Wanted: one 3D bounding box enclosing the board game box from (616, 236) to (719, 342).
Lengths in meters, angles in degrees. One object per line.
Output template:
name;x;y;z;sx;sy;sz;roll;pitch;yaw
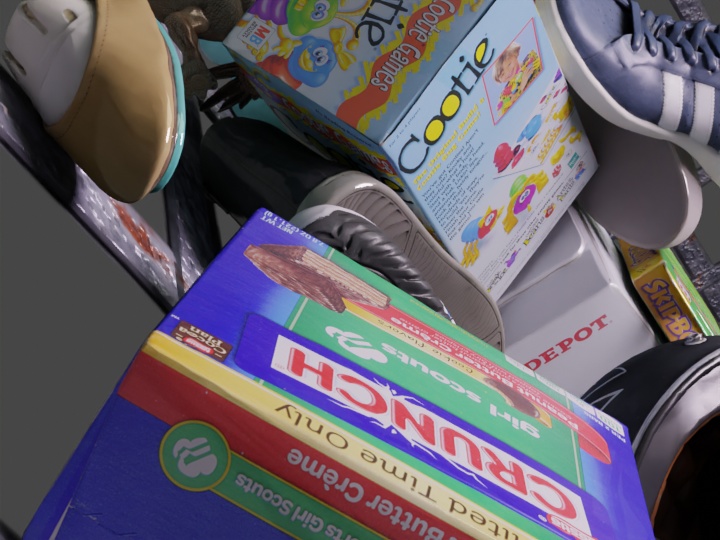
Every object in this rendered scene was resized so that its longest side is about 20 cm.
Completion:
board game box;0.187;0.021;0.941;0.096;0.030;0.200;56;9;-8

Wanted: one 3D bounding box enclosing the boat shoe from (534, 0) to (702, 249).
boat shoe;0.144;-0.099;0.913;0.092;0.075;0.201;-7;57;-46

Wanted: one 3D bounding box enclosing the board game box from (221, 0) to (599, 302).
board game box;0.032;-0.080;0.798;0.103;0.105;0.200;35;-8;28

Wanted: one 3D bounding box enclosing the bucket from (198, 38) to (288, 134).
bucket;0.001;-0.133;1.010;0.208;0.134;0.207;56;13;-19

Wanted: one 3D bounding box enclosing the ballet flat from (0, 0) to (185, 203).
ballet flat;-0.120;-0.100;0.649;0.063;0.069;0.200;16;32;-30

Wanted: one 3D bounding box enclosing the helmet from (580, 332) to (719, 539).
helmet;0.166;0.134;0.735;0.191;0.200;0.200;47;4;34

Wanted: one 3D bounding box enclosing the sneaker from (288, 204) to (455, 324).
sneaker;0.008;0.040;0.695;0.200;0.075;0.077;61;0;-44

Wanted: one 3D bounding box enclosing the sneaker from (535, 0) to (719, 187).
sneaker;0.180;-0.103;0.814;0.199;0.084;0.075;28;47;-27

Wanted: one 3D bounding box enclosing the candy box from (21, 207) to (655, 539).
candy box;0.005;0.066;0.518;0.168;0.077;0.200;31;14;-2

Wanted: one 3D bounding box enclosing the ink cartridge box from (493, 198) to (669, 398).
ink cartridge box;0.108;0.053;0.957;0.200;0.145;0.145;49;15;-41

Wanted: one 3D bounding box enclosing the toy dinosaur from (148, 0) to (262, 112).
toy dinosaur;-0.093;-0.149;0.814;0.200;0.086;0.136;42;0;1

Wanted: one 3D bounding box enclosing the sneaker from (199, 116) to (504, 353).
sneaker;0.000;0.000;0.796;0.106;0.075;0.200;39;-13;43
